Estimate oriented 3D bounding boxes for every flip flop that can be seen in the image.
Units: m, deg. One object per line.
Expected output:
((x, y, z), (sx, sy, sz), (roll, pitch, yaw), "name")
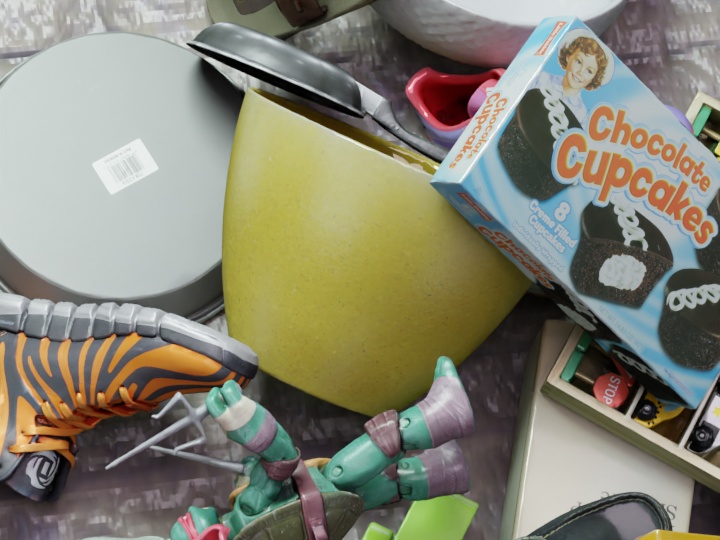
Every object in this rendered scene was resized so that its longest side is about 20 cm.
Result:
((-0.042, -0.180, 1.647), (0.057, 0.200, 0.081), (-21, 89, -37), "flip flop")

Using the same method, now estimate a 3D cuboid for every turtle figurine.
((-0.038, 0.114, 1.524), (0.199, 0.150, 0.101), (-16, 74, -13), "turtle figurine")

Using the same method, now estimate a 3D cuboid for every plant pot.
((0.000, 0.000, 1.602), (0.199, 0.200, 0.143), (23, 95, 3), "plant pot")

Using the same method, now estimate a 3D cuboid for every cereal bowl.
((0.071, -0.198, 1.714), (0.199, 0.083, 0.201), (11, 50, -13), "cereal bowl")

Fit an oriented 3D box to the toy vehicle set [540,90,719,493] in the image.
((0.202, 0.012, 1.604), (0.124, 0.027, 0.201), (28, 74, 3), "toy vehicle set")

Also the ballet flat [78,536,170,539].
((-0.076, 0.181, 1.558), (0.199, 0.070, 0.071), (10, 30, 29), "ballet flat")

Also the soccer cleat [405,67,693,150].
((0.107, -0.083, 1.636), (0.076, 0.199, 0.067), (41, 71, -34), "soccer cleat")

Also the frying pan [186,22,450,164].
((-0.016, -0.105, 1.643), (0.189, 0.115, 0.031), (22, 90, 22), "frying pan")

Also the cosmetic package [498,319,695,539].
((0.135, 0.140, 1.611), (0.103, 0.073, 0.201), (10, 67, -3), "cosmetic package")

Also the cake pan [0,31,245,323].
((-0.144, -0.057, 1.673), (0.199, 0.037, 0.201), (2, 69, -6), "cake pan")

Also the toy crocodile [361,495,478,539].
((0.013, 0.209, 1.581), (0.067, 0.062, 0.201), (22, 63, 3), "toy crocodile")

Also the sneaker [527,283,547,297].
((0.174, -0.038, 1.676), (0.199, 0.088, 0.076), (-10, 72, -9), "sneaker")

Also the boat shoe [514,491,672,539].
((0.091, 0.181, 1.515), (0.199, 0.068, 0.072), (-30, 71, -19), "boat shoe")

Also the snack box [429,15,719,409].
((0.141, -0.031, 1.529), (0.200, 0.037, 0.116), (42, 73, -24), "snack box")

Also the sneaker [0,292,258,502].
((-0.151, 0.079, 1.580), (0.199, 0.078, 0.113), (3, 73, 34), "sneaker")

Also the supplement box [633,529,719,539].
((0.185, 0.244, 1.451), (0.110, 0.086, 0.201), (10, 56, -44), "supplement box")
